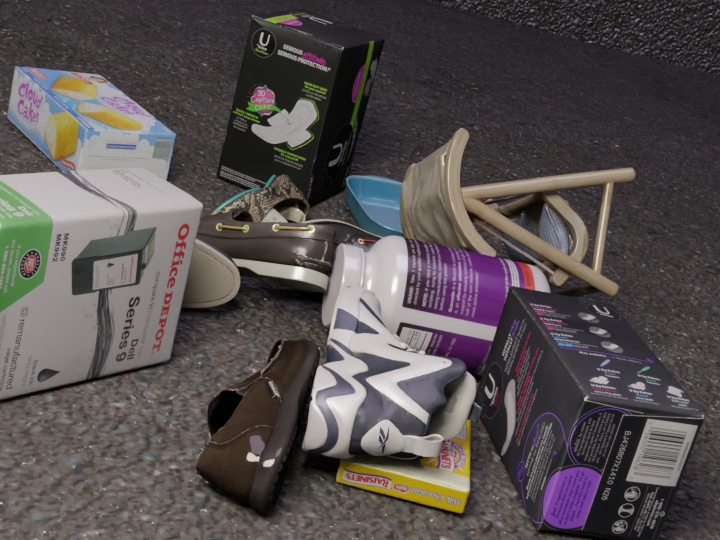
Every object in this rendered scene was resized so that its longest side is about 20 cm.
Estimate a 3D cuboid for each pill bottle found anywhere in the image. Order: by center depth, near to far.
[{"bbox_3d":[0.069,0.033,1.187,0.198,0.114,0.113,12,21,-12],"label":"pill bottle"}]

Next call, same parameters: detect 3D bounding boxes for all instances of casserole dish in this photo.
[{"bbox_3d":[0.046,-0.059,1.512,0.120,0.039,0.200,9,21,-19],"label":"casserole dish"}]

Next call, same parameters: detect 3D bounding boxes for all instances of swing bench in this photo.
[{"bbox_3d":[0.149,-0.048,1.332,0.198,0.131,0.199,12,-8,-10],"label":"swing bench"}]

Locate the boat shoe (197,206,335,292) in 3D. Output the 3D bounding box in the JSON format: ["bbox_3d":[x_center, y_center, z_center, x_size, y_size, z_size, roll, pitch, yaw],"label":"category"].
[{"bbox_3d":[-0.111,-0.027,1.210,0.199,0.061,0.072,11,-8,28],"label":"boat shoe"}]

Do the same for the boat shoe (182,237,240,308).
[{"bbox_3d":[-0.202,-0.020,1.174,0.198,0.073,0.063,13,23,2],"label":"boat shoe"}]

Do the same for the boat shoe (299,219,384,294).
[{"bbox_3d":[0.001,-0.003,1.279,0.200,0.074,0.063,11,13,-28],"label":"boat shoe"}]

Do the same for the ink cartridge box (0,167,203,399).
[{"bbox_3d":[-0.228,0.005,0.980,0.084,0.147,0.199,29,24,32],"label":"ink cartridge box"}]

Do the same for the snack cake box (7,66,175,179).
[{"bbox_3d":[-0.311,-0.165,1.467,0.114,0.068,0.200,-2,28,-39],"label":"snack cake box"}]

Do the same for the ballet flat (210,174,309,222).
[{"bbox_3d":[-0.097,-0.056,1.366,0.075,0.068,0.200,35,21,5],"label":"ballet flat"}]

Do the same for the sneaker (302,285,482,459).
[{"bbox_3d":[0.032,0.085,1.002,0.128,0.080,0.199,13,21,1],"label":"sneaker"}]

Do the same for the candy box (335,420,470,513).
[{"bbox_3d":[0.040,0.126,1.046,0.101,0.027,0.200,16,21,0],"label":"candy box"}]

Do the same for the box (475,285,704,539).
[{"bbox_3d":[0.179,0.114,1.049,0.105,0.123,0.200,10,22,-15],"label":"box"}]

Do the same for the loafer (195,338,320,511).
[{"bbox_3d":[-0.077,0.100,0.957,0.071,0.074,0.200,17,20,-1],"label":"loafer"}]

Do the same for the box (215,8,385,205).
[{"bbox_3d":[-0.071,-0.198,1.541,0.123,0.202,0.148,22,21,15],"label":"box"}]
